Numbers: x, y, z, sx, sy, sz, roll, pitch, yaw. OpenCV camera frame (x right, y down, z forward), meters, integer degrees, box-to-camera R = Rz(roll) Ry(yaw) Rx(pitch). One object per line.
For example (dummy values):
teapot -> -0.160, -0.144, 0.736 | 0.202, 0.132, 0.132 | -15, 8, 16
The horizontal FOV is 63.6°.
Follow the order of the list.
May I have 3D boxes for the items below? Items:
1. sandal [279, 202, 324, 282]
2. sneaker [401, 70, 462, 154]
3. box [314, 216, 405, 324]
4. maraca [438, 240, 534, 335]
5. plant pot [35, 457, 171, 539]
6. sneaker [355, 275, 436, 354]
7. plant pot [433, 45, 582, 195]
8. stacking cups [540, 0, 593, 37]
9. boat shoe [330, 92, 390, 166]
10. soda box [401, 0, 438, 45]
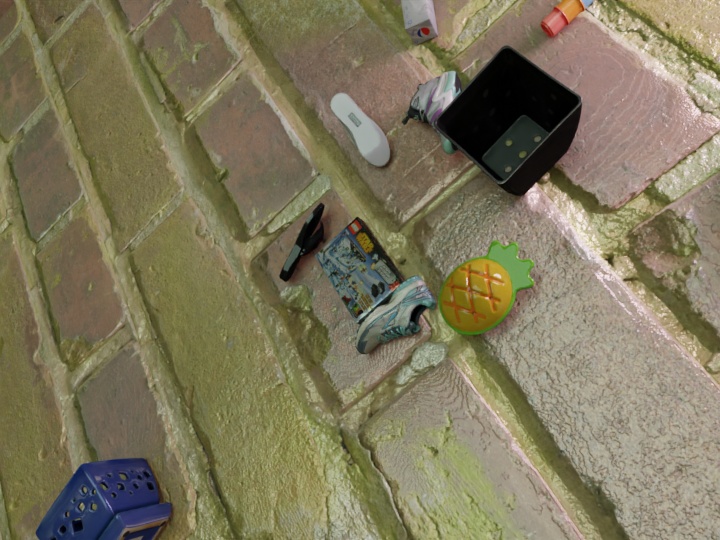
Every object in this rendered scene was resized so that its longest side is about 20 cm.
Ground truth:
sandal -> -0.123, -0.060, 1.353 | 0.047, 0.075, 0.203 | 28, 97, 6
sneaker -> 0.153, -0.333, 1.279 | 0.138, 0.078, 0.203 | -8, 62, 27
box -> 0.000, 0.000, 1.277 | 0.137, 0.040, 0.201 | -41, 61, 13
maraca -> 0.236, 0.033, 1.101 | 0.200, 0.107, 0.138 | -43, 67, 10
plant pot -> -0.571, 0.570, 1.328 | 0.179, 0.200, 0.201 | 37, 93, 25
sneaker -> 0.071, 0.106, 1.187 | 0.200, 0.077, 0.086 | -47, 63, 8
plant pot -> 0.295, -0.263, 1.117 | 0.200, 0.177, 0.200 | -46, 60, 10
stacking cups -> 0.458, -0.567, 1.187 | 0.200, 0.060, 0.061 | -42, 60, 11
boat shoe -> 0.002, -0.323, 1.357 | 0.072, 0.066, 0.200 | -42, 82, 7
soda box -> 0.134, -0.646, 1.381 | 0.063, 0.068, 0.203 | -14, 69, 23
